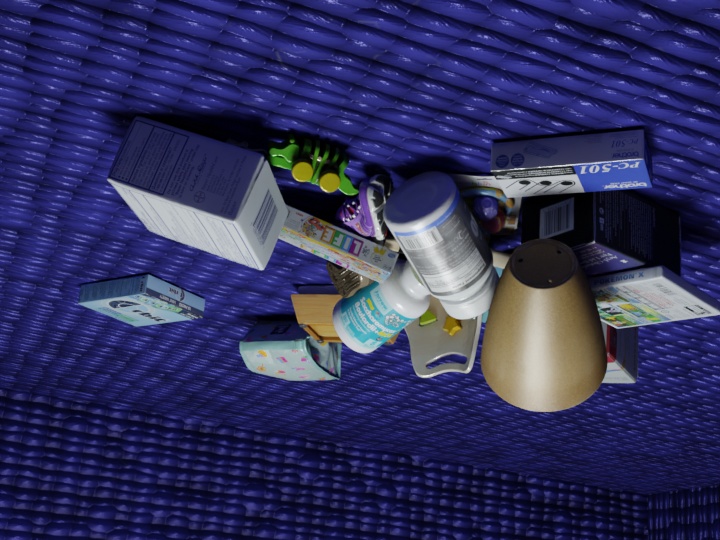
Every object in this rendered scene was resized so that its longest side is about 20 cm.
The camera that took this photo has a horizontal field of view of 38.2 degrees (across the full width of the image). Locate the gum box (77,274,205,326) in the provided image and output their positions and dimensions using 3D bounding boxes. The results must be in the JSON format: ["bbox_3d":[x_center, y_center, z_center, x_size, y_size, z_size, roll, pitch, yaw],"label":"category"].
[{"bbox_3d":[-0.448,0.063,2.129,0.197,0.045,0.169,-7,157,34],"label":"gum box"}]

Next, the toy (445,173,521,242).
[{"bbox_3d":[0.181,-0.080,1.549,0.113,0.048,0.200,2,161,5],"label":"toy"}]

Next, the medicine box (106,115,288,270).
[{"bbox_3d":[-0.219,-0.104,1.433,0.197,0.104,0.183,19,164,13],"label":"medicine box"}]

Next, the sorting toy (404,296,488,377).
[{"bbox_3d":[0.154,0.098,1.859,0.198,0.183,0.106,-10,156,38],"label":"sorting toy"}]

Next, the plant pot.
[{"bbox_3d":[0.254,0.059,1.448,0.183,0.188,0.202,1,136,12],"label":"plant pot"}]

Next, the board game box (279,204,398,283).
[{"bbox_3d":[-0.043,-0.041,1.621,0.197,0.035,0.134,23,172,-1],"label":"board game box"}]

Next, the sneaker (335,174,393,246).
[{"bbox_3d":[0.003,-0.083,1.549,0.082,0.082,0.200,11,161,2],"label":"sneaker"}]

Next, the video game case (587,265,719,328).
[{"bbox_3d":[0.417,0.043,1.559,0.180,0.022,0.198,-12,156,41],"label":"video game case"}]

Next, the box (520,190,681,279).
[{"bbox_3d":[0.352,-0.044,1.520,0.198,0.106,0.147,18,156,-32],"label":"box"}]

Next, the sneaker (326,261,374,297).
[{"bbox_3d":[0.000,0.000,1.792,0.075,0.071,0.200,-26,-174,-16],"label":"sneaker"}]

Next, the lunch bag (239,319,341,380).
[{"bbox_3d":[-0.149,0.169,2.238,0.167,0.124,0.200,-2,165,22],"label":"lunch bag"}]

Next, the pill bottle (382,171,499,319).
[{"bbox_3d":[0.123,-0.032,1.494,0.112,0.115,0.201,-8,131,33],"label":"pill bottle"}]

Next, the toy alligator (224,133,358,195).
[{"bbox_3d":[-0.083,-0.158,1.405,0.197,0.060,0.055,20,112,-19],"label":"toy alligator"}]

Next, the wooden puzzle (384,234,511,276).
[{"bbox_3d":[0.144,-0.022,1.671,0.182,0.038,0.199,13,176,-21],"label":"wooden puzzle"}]

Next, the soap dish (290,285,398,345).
[{"bbox_3d":[-0.024,0.089,2.034,0.196,0.083,0.158,1,161,16],"label":"soap dish"}]

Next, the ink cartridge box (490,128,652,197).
[{"bbox_3d":[0.277,-0.138,1.363,0.196,0.045,0.094,-3,161,22],"label":"ink cartridge box"}]

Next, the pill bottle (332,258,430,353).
[{"bbox_3d":[0.048,0.053,1.826,0.110,0.112,0.200,19,136,-35],"label":"pill bottle"}]

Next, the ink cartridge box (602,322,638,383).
[{"bbox_3d":[0.436,0.109,1.868,0.081,0.148,0.200,-4,159,28],"label":"ink cartridge box"}]
